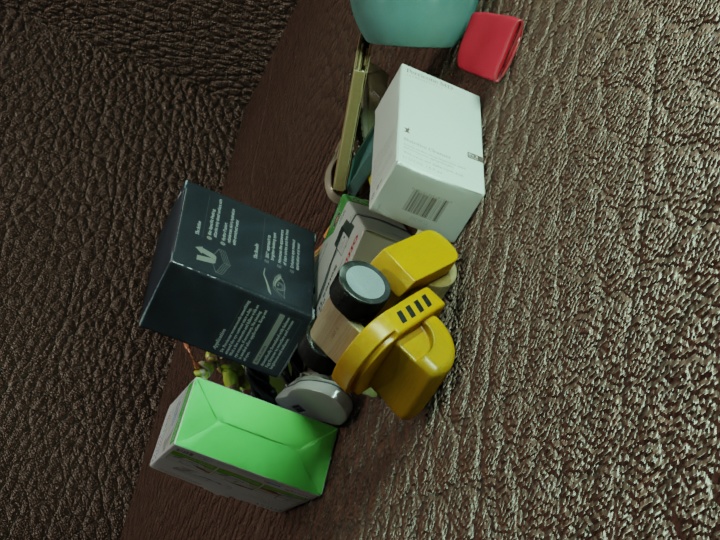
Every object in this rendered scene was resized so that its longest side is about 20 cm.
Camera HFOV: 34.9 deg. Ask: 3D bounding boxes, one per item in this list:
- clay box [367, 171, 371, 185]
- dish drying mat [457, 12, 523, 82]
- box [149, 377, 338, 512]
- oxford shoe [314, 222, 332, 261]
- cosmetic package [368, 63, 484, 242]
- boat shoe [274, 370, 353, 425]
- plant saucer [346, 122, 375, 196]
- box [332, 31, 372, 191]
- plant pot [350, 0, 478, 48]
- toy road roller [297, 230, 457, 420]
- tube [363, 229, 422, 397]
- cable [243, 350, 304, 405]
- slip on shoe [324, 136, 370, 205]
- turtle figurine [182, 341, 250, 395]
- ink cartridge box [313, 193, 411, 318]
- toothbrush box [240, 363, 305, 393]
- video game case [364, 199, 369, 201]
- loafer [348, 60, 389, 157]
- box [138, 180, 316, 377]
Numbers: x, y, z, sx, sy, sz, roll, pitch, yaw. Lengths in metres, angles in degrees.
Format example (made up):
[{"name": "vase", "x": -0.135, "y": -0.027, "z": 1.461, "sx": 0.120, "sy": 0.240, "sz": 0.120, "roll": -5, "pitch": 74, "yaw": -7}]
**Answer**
[{"name": "clay box", "x": 0.053, "y": -0.160, "z": 1.577, "sx": 0.200, "sy": 0.047, "sz": 0.116, "roll": -104, "pitch": 36, "yaw": -66}, {"name": "dish drying mat", "x": 0.157, "y": -0.275, "z": 1.401, "sx": 0.200, "sy": 0.018, "sz": 0.077, "roll": -122, "pitch": 53, "yaw": -72}, {"name": "box", "x": -0.156, "y": 0.235, "z": 1.494, "sx": 0.176, "sy": 0.199, "sz": 0.097, "roll": 137, "pitch": 152, "yaw": -64}, {"name": "oxford shoe", "x": -0.041, "y": 0.008, "z": 1.623, "sx": 0.073, "sy": 0.071, "sz": 0.201, "roll": 29, "pitch": 91, "yaw": 54}, {"name": "cosmetic package", "x": 0.076, "y": -0.138, "z": 1.316, "sx": 0.201, "sy": 0.112, "sz": 0.081, "roll": -87, "pitch": 22, "yaw": -47}, {"name": "boat shoe", "x": -0.050, "y": 0.157, "z": 1.485, "sx": 0.066, "sy": 0.072, "sz": 0.200, "roll": -51, "pitch": 7, "yaw": -20}, {"name": "plant saucer", "x": 0.021, "y": -0.177, "z": 1.589, "sx": 0.200, "sy": 0.019, "sz": 0.070, "roll": 129, "pitch": 156, "yaw": -59}, {"name": "box", "x": -0.009, "y": -0.241, "z": 1.647, "sx": 0.164, "sy": 0.021, "sz": 0.201, "roll": -83, "pitch": 3, "yaw": -51}, {"name": "plant pot", "x": 0.073, "y": -0.384, "z": 1.537, "sx": 0.201, "sy": 0.199, "sz": 0.163, "roll": -119, "pitch": 30, "yaw": -73}, {"name": "toy road roller", "x": 0.044, "y": 0.063, "z": 1.189, "sx": 0.199, "sy": 0.146, "sz": 0.123, "roll": -28, "pitch": -23, "yaw": -47}, {"name": "tube", "x": 0.039, "y": 0.048, "z": 1.335, "sx": 0.052, "sy": 0.058, "sz": 0.201, "roll": 21, "pitch": -86, "yaw": -61}, {"name": "cable", "x": -0.118, "y": 0.149, "z": 1.610, "sx": 0.163, "sy": 0.050, "sz": 0.202, "roll": -59, "pitch": -42, "yaw": -72}, {"name": "slip on shoe", "x": -0.023, "y": -0.153, "z": 1.804, "sx": 0.061, "sy": 0.076, "sz": 0.201, "roll": -53, "pitch": 18, "yaw": 35}, {"name": "turtle figurine", "x": -0.186, "y": 0.119, "z": 1.593, "sx": 0.064, "sy": 0.162, "sz": 0.200, "roll": -20, "pitch": 19, "yaw": 6}, {"name": "ink cartridge box", "x": 0.000, "y": 0.000, "z": 1.471, "sx": 0.200, "sy": 0.082, "sz": 0.148, "roll": -120, "pitch": 51, "yaw": -72}, {"name": "toothbrush box", "x": -0.161, "y": 0.210, "z": 1.798, "sx": 0.146, "sy": 0.085, "sz": 0.202, "roll": 148, "pitch": 141, "yaw": -68}, {"name": "video game case", "x": -0.041, "y": 0.004, "z": 1.764, "sx": 0.182, "sy": 0.023, "sz": 0.202, "roll": 150, "pitch": 140, "yaw": -70}, {"name": "loafer", "x": 0.023, "y": -0.243, "z": 1.786, "sx": 0.076, "sy": 0.068, "sz": 0.202, "roll": 119, "pitch": 150, "yaw": -63}, {"name": "box", "x": -0.170, "y": 0.009, "z": 1.510, "sx": 0.118, "sy": 0.199, "sz": 0.197, "roll": -58, "pitch": 18, "yaw": 30}]
